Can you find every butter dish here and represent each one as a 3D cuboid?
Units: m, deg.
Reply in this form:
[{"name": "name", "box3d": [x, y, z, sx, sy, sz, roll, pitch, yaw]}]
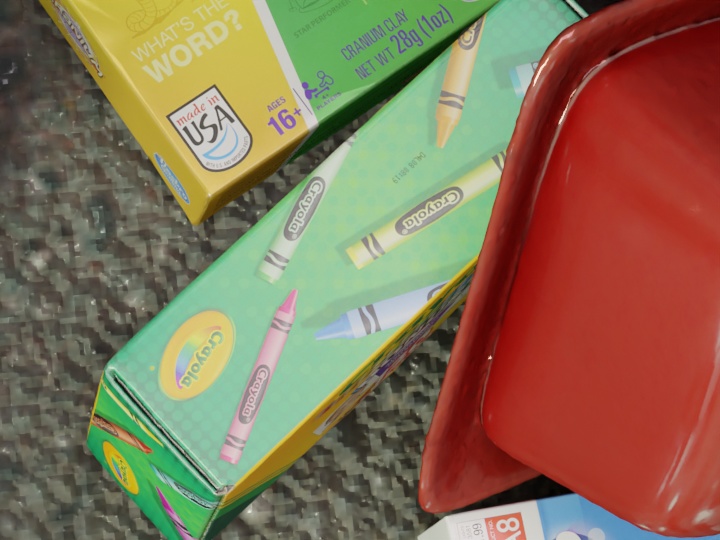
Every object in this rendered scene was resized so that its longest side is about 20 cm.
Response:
[{"name": "butter dish", "box3d": [0.139, 0.010, 0.873, 0.199, 0.200, 0.148, -19, 47, -36]}]

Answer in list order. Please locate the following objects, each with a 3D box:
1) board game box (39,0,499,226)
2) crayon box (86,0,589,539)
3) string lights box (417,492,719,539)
[{"name": "board game box", "box3d": [-0.054, -0.141, 0.994, 0.153, 0.040, 0.200, -35, 85, -16]}, {"name": "crayon box", "box3d": [0.000, 0.000, 0.928, 0.200, 0.119, 0.058, -43, 85, -16]}, {"name": "string lights box", "box3d": [0.128, 0.120, 0.953, 0.199, 0.059, 0.103, -9, 80, -12]}]
